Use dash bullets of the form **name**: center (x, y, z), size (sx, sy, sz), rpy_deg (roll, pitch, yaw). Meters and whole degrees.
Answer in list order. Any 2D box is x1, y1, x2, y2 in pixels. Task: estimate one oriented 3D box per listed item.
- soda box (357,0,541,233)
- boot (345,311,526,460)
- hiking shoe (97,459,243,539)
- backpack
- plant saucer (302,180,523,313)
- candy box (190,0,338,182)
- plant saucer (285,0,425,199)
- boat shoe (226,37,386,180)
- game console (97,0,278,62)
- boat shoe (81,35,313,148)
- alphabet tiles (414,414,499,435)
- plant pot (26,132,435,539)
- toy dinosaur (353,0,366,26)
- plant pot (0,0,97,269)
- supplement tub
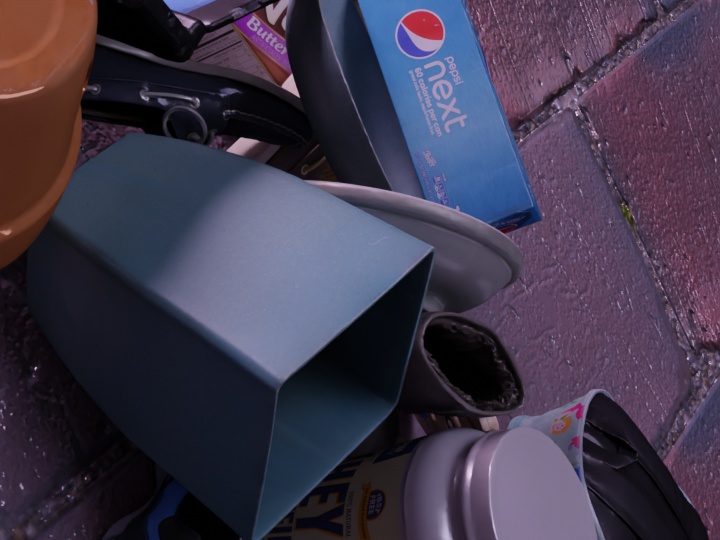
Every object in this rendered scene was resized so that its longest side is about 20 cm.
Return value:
- **soda box**: center (0.057, -0.119, 1.166), size (0.064, 0.068, 0.200), rpy_deg (29, 42, -77)
- **boot**: center (0.027, 0.077, 1.124), size (0.182, 0.200, 0.073), rpy_deg (29, 60, -42)
- **hiking shoe**: center (-0.085, 0.131, 1.037), size (0.074, 0.087, 0.200), rpy_deg (53, 36, -24)
- **backpack**: center (0.175, 0.198, 1.324), size (0.200, 0.150, 0.178), rpy_deg (59, 28, -29)
- **plant saucer**: center (0.000, 0.000, 1.075), size (0.200, 0.200, 0.050), rpy_deg (26, 69, -47)
- **candy box**: center (-0.048, -0.142, 1.277), size (0.200, 0.056, 0.117), rpy_deg (55, 37, -24)
- **plant saucer**: center (-0.009, -0.108, 1.099), size (0.201, 0.039, 0.201), rpy_deg (-20, 90, -80)
- **boat shoe**: center (-0.049, -0.079, 1.180), size (0.060, 0.072, 0.200), rpy_deg (50, 61, -22)
- **game console**: center (-0.153, -0.203, 0.995), size (0.116, 0.200, 0.176), rpy_deg (-58, 143, -14)
- **boat shoe**: center (-0.122, -0.104, 1.084), size (0.200, 0.075, 0.062), rpy_deg (16, 74, -23)
- **alphabet tiles**: center (0.074, 0.115, 1.214), size (0.196, 0.015, 0.200), rpy_deg (-125, -161, -46)
- **plant pot**: center (-0.087, 0.019, 0.981), size (0.200, 0.141, 0.141), rpy_deg (34, 49, 20)
- **toy dinosaur**: center (-0.011, -0.208, 1.339), size (0.200, 0.077, 0.102), rpy_deg (87, -16, -47)
- **plant pot**: center (-0.220, -0.107, 0.864), size (0.200, 0.140, 0.200), rpy_deg (15, 57, -25)
- **supplement tub**: center (0.032, 0.181, 1.077), size (0.145, 0.200, 0.145), rpy_deg (32, 47, -43)
